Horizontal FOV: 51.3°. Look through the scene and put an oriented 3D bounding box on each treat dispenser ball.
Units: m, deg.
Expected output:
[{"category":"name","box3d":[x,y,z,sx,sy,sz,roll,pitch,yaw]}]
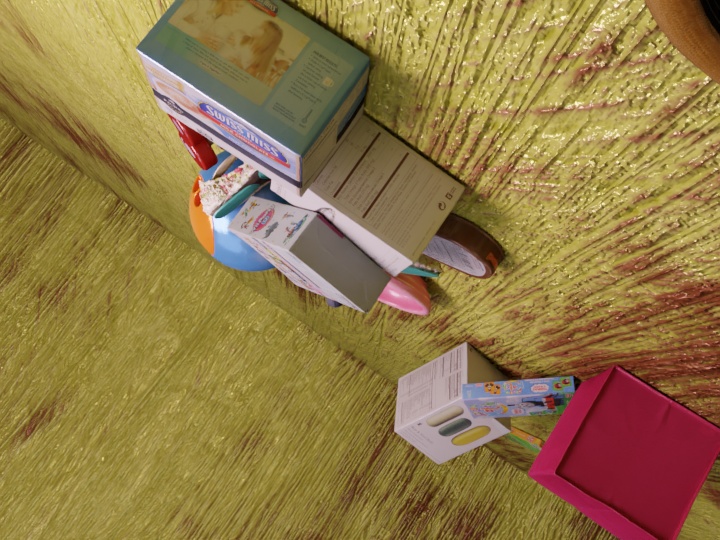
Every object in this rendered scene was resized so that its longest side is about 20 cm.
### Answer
[{"category":"treat dispenser ball","box3d":[-0.171,-0.099,1.194,0.200,0.201,0.201,33,168,8]}]

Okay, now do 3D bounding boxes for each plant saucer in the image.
[{"category":"plant saucer","box3d":[0.045,0.017,1.391,0.200,0.051,0.201,25,168,6]}]

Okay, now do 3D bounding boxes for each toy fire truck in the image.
[{"category":"toy fire truck","box3d":[-0.223,-0.247,1.020,0.168,0.112,0.200,51,170,11]}]

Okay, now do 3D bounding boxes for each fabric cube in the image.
[{"category":"fabric cube","box3d":[0.412,0.294,1.179,0.200,0.197,0.199,33,167,10]}]

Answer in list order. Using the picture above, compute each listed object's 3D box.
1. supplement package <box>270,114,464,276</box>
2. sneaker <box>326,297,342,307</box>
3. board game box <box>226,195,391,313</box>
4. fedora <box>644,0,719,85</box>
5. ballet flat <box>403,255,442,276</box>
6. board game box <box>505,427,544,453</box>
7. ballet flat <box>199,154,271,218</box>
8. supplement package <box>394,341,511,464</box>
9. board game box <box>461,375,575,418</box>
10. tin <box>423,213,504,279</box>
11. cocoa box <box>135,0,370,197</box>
[{"category":"supplement package","box3d":[0.004,-0.101,0.915,0.200,0.118,0.117,35,169,-2]},{"category":"sneaker","box3d":[0.000,0.000,1.259,0.082,0.070,0.200,25,133,4]},{"category":"board game box","box3d":[-0.073,-0.025,1.004,0.147,0.064,0.200,42,167,-32]},{"category":"fedora","box3d":[0.216,-0.131,0.302,0.200,0.082,0.201,28,169,6]},{"category":"ballet flat","box3d":[0.029,-0.031,1.154,0.199,0.064,0.076,6,174,-1]},{"category":"board game box","box3d":[0.485,0.501,2.216,0.095,0.030,0.200,42,164,-29]},{"category":"ballet flat","box3d":[-0.149,-0.147,1.048,0.064,0.200,0.076,60,-168,9]},{"category":"supplement package","box3d":[0.199,0.290,1.625,0.200,0.151,0.152,-34,119,31]},{"category":"board game box","box3d":[0.300,0.240,1.408,0.199,0.037,0.151,-6,155,15]},{"category":"tin","box3d":[0.106,-0.049,1.045,0.200,0.042,0.112,27,162,35]},{"category":"cocoa box","box3d":[-0.108,-0.198,0.790,0.200,0.134,0.131,33,167,3]}]
